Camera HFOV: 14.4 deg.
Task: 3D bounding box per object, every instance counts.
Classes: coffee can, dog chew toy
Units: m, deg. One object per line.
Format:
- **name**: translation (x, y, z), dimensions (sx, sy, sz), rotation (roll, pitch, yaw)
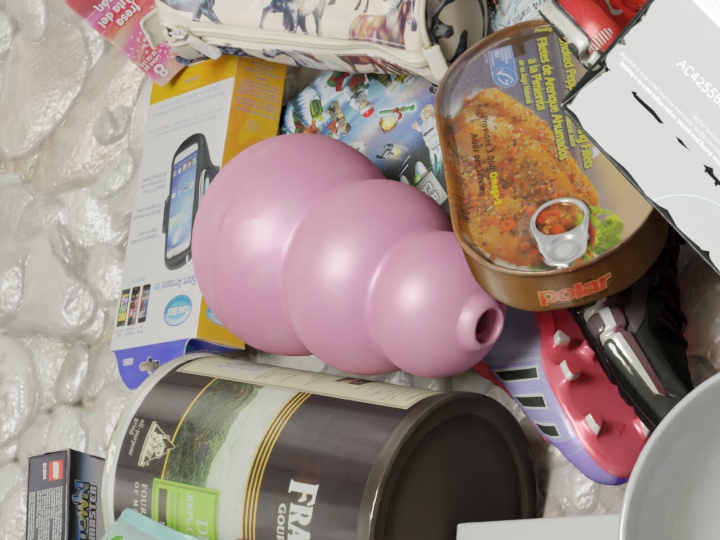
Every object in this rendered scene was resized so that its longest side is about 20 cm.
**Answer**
- **coffee can**: translation (-0.023, 0.129, 1.574), dimensions (0.199, 0.146, 0.147), rotation (7, 81, 40)
- **dog chew toy**: translation (0.000, 0.000, 1.556), dimensions (0.199, 0.124, 0.125), rotation (22, 91, 42)

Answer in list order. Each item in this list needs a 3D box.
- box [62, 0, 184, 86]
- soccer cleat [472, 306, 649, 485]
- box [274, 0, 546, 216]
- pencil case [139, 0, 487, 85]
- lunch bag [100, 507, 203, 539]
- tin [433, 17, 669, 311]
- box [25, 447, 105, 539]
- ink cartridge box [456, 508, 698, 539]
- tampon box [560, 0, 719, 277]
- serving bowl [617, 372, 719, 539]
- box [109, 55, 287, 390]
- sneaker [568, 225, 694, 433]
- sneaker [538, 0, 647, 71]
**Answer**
- **box**: translation (-0.086, -0.224, 1.743), dimensions (0.200, 0.095, 0.103), rotation (-43, 19, 20)
- **soccer cleat**: translation (0.095, 0.048, 1.564), dimensions (0.077, 0.066, 0.201), rotation (-54, 49, 33)
- **box**: translation (0.052, -0.092, 1.651), dimensions (0.200, 0.040, 0.137), rotation (-39, 57, 23)
- **pencil case**: translation (-0.023, -0.149, 1.629), dimensions (0.199, 0.078, 0.090), rotation (8, 55, 29)
- **lunch bag**: translation (-0.084, 0.234, 1.463), dimensions (0.199, 0.122, 0.171), rotation (17, 56, 39)
- **tin**: translation (0.101, -0.057, 1.500), dimensions (0.111, 0.042, 0.201), rotation (-18, 42, 11)
- **box**: translation (-0.149, 0.213, 1.673), dimensions (0.035, 0.110, 0.201), rotation (-12, 68, 35)
- **ink cartridge box**: translation (0.122, 0.230, 1.466), dimensions (0.144, 0.084, 0.201), rotation (-7, 72, 37)
- **tampon box**: translation (0.217, -0.069, 1.386), dimensions (0.150, 0.200, 0.126), rotation (47, 106, 19)
- **serving bowl**: translation (0.221, 0.142, 1.388), dimensions (0.199, 0.066, 0.202), rotation (0, 75, -1)
- **box**: translation (-0.100, -0.026, 1.728), dimensions (0.119, 0.041, 0.201), rotation (-10, 71, 60)
- **sneaker**: translation (0.159, -0.010, 1.505), dimensions (0.115, 0.076, 0.201), rotation (-30, 57, 0)
- **sneaker**: translation (0.161, -0.135, 1.471), dimensions (0.077, 0.200, 0.085), rotation (50, 116, 16)
